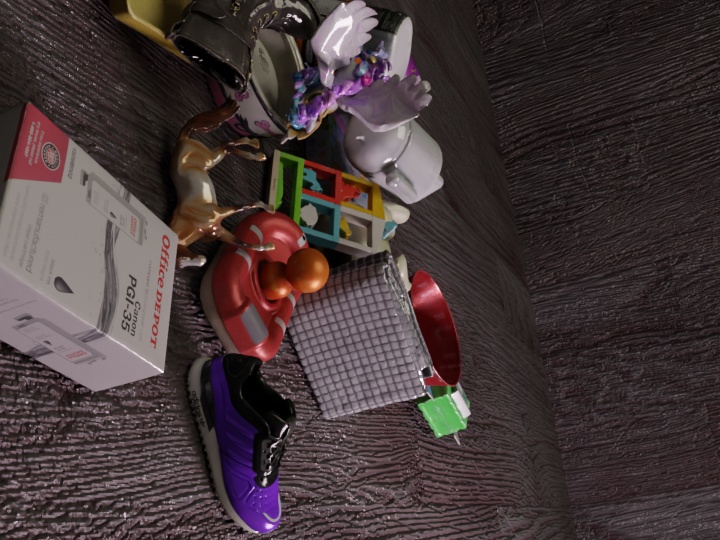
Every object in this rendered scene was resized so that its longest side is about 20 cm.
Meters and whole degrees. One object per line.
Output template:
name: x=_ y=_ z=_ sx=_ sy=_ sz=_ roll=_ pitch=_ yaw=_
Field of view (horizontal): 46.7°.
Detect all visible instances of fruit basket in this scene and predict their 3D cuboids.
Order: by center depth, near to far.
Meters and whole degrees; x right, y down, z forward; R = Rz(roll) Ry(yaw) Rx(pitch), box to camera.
fruit basket: x=0.148 y=0.197 z=1.571 sx=0.202 sy=0.092 sz=0.187 roll=-86 pitch=153 yaw=-48

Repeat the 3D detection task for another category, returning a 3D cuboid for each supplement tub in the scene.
supplement tub: x=-0.030 y=-0.342 z=1.250 sx=0.122 sy=0.197 sz=0.125 roll=16 pitch=90 yaw=-76

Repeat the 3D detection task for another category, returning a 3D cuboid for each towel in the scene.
towel: x=-0.001 y=0.088 z=1.143 sx=0.086 sy=0.163 sz=0.203 roll=-71 pitch=141 yaw=-66

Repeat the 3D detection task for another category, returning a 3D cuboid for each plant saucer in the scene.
plant saucer: x=-0.236 y=-0.342 z=0.970 sx=0.199 sy=0.048 sz=0.204 roll=18 pitch=59 yaw=-67

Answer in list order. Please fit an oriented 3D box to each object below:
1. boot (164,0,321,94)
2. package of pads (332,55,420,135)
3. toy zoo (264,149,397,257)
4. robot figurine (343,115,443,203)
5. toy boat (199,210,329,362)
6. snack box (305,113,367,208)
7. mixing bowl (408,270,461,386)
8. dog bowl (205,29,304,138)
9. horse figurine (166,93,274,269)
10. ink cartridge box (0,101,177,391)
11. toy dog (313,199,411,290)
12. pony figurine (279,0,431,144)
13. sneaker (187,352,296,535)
boot: x=-0.135 y=-0.280 z=0.992 sx=0.198 sy=0.069 sz=0.177 roll=23 pitch=54 yaw=-32
package of pads: x=0.022 y=-0.303 z=1.386 sx=0.201 sy=0.075 sz=0.122 roll=-58 pitch=131 yaw=-39
toy zoo: x=-0.039 y=-0.089 z=1.187 sx=0.197 sy=0.021 sz=0.133 roll=16 pitch=52 yaw=-20
robot figurine: x=0.049 y=-0.182 z=1.275 sx=0.199 sy=0.112 sz=0.172 roll=33 pitch=34 yaw=-46
toy boat: x=-0.096 y=0.009 z=0.986 sx=0.201 sy=0.129 sz=0.132 roll=-74 pitch=144 yaw=-54
snack box: x=-0.025 y=-0.158 z=1.400 sx=0.200 sy=0.052 sz=0.145 roll=44 pitch=34 yaw=-52
mixing bowl: x=0.085 y=0.112 z=1.425 sx=0.200 sy=0.107 sz=0.203 roll=48 pitch=32 yaw=-44
dog bowl: x=-0.144 y=-0.272 z=1.134 sx=0.200 sy=0.073 sz=0.204 roll=-15 pitch=90 yaw=-69
horse figurine: x=-0.166 y=-0.095 z=0.932 sx=0.050 sy=0.130 sz=0.204 roll=139 pitch=-55 yaw=-64
ink cartridge box: x=-0.241 y=-0.011 z=0.680 sx=0.200 sy=0.081 sz=0.149 roll=48 pitch=33 yaw=-51
toy dog: x=0.000 y=0.000 z=1.247 sx=0.193 sy=0.137 sz=0.204 roll=30 pitch=50 yaw=-57
pony figurine: x=-0.017 y=-0.247 z=1.096 sx=0.167 sy=0.192 sz=0.201 roll=51 pitch=23 yaw=-15
sneaker: x=-0.108 y=0.181 z=0.878 sx=0.070 sy=0.098 sz=0.204 roll=-38 pitch=111 yaw=-66
